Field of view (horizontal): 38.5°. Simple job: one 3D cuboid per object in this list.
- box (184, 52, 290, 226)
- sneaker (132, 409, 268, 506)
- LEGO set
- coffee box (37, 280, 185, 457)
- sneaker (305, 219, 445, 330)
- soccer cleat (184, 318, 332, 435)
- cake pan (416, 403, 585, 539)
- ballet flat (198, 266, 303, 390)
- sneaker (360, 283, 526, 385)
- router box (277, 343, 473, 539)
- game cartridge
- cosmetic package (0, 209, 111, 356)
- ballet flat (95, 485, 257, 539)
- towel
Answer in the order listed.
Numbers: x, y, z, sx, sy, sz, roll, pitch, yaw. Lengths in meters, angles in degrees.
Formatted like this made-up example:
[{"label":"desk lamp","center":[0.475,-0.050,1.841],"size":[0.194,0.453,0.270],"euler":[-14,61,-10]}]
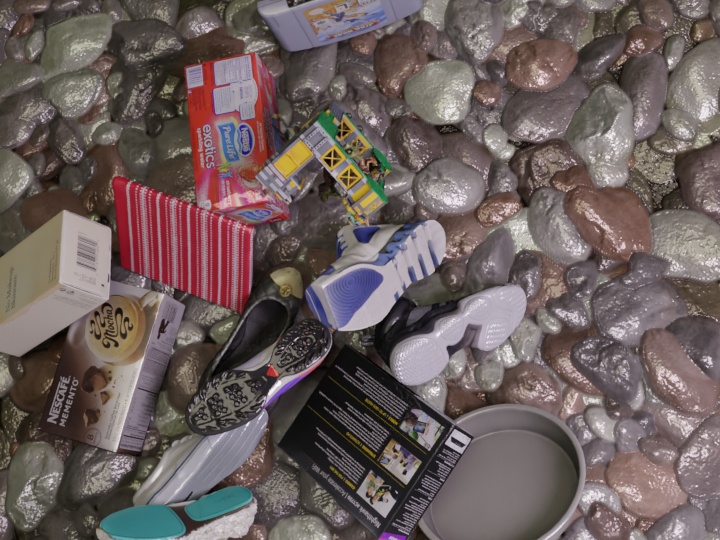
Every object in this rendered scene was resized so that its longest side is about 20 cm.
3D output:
[{"label":"box","center":[-0.156,-0.161,1.312],"size":[0.099,0.095,0.202],"euler":[-10,76,9]},{"label":"sneaker","center":[-0.200,0.226,1.249],"size":[0.200,0.073,0.071],"euler":[-44,51,-11]},{"label":"LEGO set","center":[-0.047,-0.113,1.233],"size":[0.116,0.201,0.154],"euler":[-38,112,17]},{"label":"coffee box","center":[-0.309,0.120,1.287],"size":[0.112,0.080,0.202],"euler":[13,80,14]},{"label":"sneaker","center":[0.001,0.000,1.233],"size":[0.115,0.081,0.199],"euler":[9,33,46]},{"label":"soccer cleat","center":[-0.118,0.133,1.231],"size":[0.199,0.073,0.068],"euler":[-36,78,-12]},{"label":"cake pan","center":[0.154,0.239,1.145],"size":[0.198,0.037,0.201],"euler":[-15,41,13]},{"label":"ballet flat","center":[-0.129,0.086,1.265],"size":[0.066,0.057,0.201],"euler":[33,89,-14]},{"label":"sneaker","center":[0.095,0.056,1.222],"size":[0.199,0.076,0.114],"euler":[-26,32,-24]},{"label":"router box","center":[0.012,0.195,1.178],"size":[0.199,0.051,0.150],"euler":[33,88,44]},{"label":"game cartridge","center":[-0.021,-0.335,1.305],"size":[0.198,0.133,0.042],"euler":[-16,74,8]},{"label":"cosmetic package","center":[-0.395,0.019,1.276],"size":[0.199,0.073,0.104],"euler":[-29,54,33]},{"label":"ballet flat","center":[-0.206,0.302,1.184],"size":[0.198,0.072,0.072],"euler":[-5,71,-35]},{"label":"towel","center":[-0.221,-0.032,1.286],"size":[0.198,0.146,0.023],"euler":[20,44,15]}]
